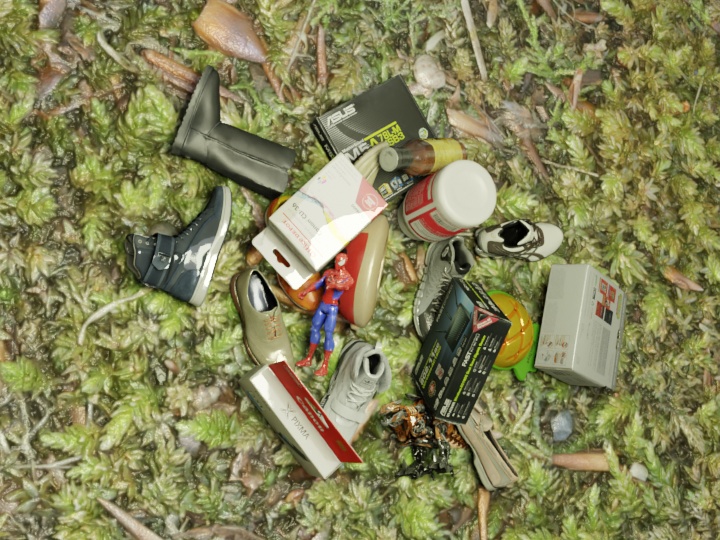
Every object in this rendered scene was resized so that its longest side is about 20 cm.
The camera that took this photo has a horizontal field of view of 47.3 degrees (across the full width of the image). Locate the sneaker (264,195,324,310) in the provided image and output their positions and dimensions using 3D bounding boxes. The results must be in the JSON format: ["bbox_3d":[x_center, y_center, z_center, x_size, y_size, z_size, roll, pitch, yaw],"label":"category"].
[{"bbox_3d":[-0.111,-0.027,1.382,0.072,0.077,0.202,-22,90,-23],"label":"sneaker"}]

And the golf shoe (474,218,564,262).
[{"bbox_3d":[0.314,-0.058,1.550,0.198,0.094,0.079,-7,82,-24],"label":"golf shoe"}]

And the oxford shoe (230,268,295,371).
[{"bbox_3d":[-0.155,0.092,1.344,0.070,0.074,0.201,-26,92,-26],"label":"oxford shoe"}]

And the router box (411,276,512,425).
[{"bbox_3d":[0.165,0.132,1.378,0.062,0.150,0.202,16,108,-18],"label":"router box"}]

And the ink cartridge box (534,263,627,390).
[{"bbox_3d":[0.421,0.111,1.553,0.175,0.083,0.202,27,70,-42],"label":"ink cartridge box"}]

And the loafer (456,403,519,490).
[{"bbox_3d":[0.219,0.289,1.454,0.202,0.062,0.072,67,26,-5],"label":"loafer"}]

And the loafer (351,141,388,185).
[{"bbox_3d":[-0.011,-0.135,1.407,0.068,0.076,0.200,42,89,-10],"label":"loafer"}]

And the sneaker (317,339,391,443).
[{"bbox_3d":[-0.011,0.207,1.359,0.075,0.115,0.202,22,73,-16],"label":"sneaker"}]

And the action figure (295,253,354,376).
[{"bbox_3d":[-0.067,0.067,1.319,0.099,0.065,0.202,6,103,-59],"label":"action figure"}]

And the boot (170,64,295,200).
[{"bbox_3d":[-0.199,-0.232,1.388,0.198,0.066,0.166,22,82,-14],"label":"boot"}]

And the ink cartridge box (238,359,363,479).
[{"bbox_3d":[-0.099,0.235,1.286,0.045,0.176,0.201,-39,95,-22],"label":"ink cartridge box"}]

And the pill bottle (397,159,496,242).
[{"bbox_3d":[0.142,-0.113,1.431,0.111,0.200,0.114,4,80,-21],"label":"pill bottle"}]

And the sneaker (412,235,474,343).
[{"bbox_3d":[0.151,0.030,1.455,0.074,0.115,0.202,12,76,-19],"label":"sneaker"}]

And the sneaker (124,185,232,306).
[{"bbox_3d":[-0.292,-0.061,1.315,0.145,0.077,0.204,21,75,-20],"label":"sneaker"}]

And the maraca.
[{"bbox_3d":[0.267,0.118,1.496,0.199,0.107,0.138,35,70,-33],"label":"maraca"}]

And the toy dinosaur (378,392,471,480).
[{"bbox_3d":[0.118,0.283,1.414,0.198,0.102,0.137,10,62,-15],"label":"toy dinosaur"}]

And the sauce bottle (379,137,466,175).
[{"bbox_3d":[0.108,-0.197,1.418,0.199,0.066,0.067,-11,84,-52],"label":"sauce bottle"}]

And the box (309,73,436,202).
[{"bbox_3d":[0.038,-0.229,1.494,0.199,0.047,0.194,-31,96,-23],"label":"box"}]

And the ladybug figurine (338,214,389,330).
[{"bbox_3d":[0.000,0.000,1.399,0.071,0.136,0.202,10,79,4],"label":"ladybug figurine"}]

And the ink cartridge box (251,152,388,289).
[{"bbox_3d":[-0.068,-0.076,1.321,0.200,0.067,0.117,-44,91,-9],"label":"ink cartridge box"}]
